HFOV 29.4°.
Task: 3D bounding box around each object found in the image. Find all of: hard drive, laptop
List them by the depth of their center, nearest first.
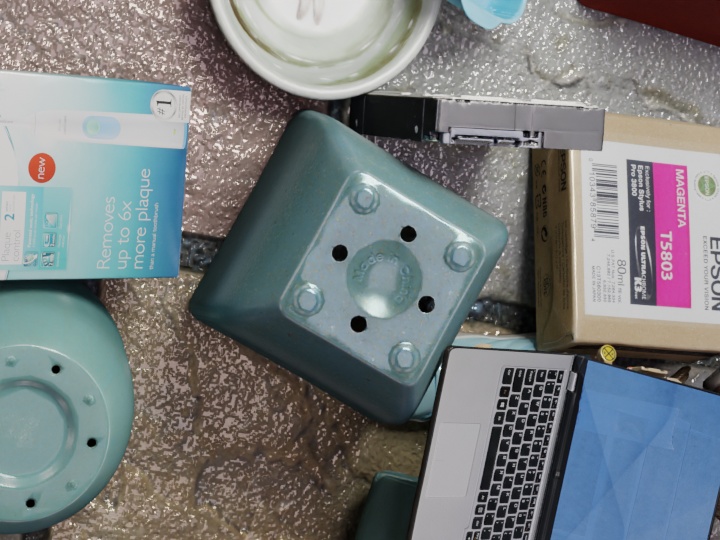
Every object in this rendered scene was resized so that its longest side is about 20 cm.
[{"bbox_3d":[0.152,0.165,1.011,0.198,0.116,0.190,6,99,-34],"label":"laptop"},{"bbox_3d":[0.085,-0.119,1.076,0.138,0.200,0.038,1,98,-18],"label":"hard drive"}]

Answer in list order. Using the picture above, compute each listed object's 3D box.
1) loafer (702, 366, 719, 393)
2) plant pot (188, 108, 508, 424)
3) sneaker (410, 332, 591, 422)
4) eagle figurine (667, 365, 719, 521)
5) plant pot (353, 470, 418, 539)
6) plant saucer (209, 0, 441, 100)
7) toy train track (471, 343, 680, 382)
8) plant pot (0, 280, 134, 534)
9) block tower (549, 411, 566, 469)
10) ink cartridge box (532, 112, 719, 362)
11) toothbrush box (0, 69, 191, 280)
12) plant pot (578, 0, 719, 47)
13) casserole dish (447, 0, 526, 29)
[{"bbox_3d":[0.371,0.111,1.227,0.073,0.071,0.199,-46,149,19],"label":"loafer"},{"bbox_3d":[0.000,0.000,1.047,0.194,0.200,0.198,30,87,-9],"label":"plant pot"},{"bbox_3d":[0.114,0.092,1.180,0.198,0.082,0.075,-11,101,-18],"label":"sneaker"},{"bbox_3d":[0.287,0.193,1.235,0.150,0.151,0.202,-27,101,-35],"label":"eagle figurine"},{"bbox_3d":[0.061,0.280,1.141,0.198,0.200,0.199,15,84,-20],"label":"plant pot"},{"bbox_3d":[-0.031,-0.239,1.098,0.197,0.050,0.203,-3,99,-19],"label":"plant saucer"},{"bbox_3d":[0.175,0.079,1.121,0.197,0.115,0.033,10,65,-15],"label":"toy train track"},{"bbox_3d":[-0.257,0.100,1.009,0.198,0.161,0.204,-3,98,-18],"label":"plant pot"},{"bbox_3d":[0.177,0.198,1.120,0.057,0.054,0.202,-23,104,16],"label":"block tower"},{"bbox_3d":[0.235,-0.028,1.182,0.163,0.075,0.203,3,79,-19],"label":"ink cartridge box"},{"bbox_3d":[-0.232,-0.071,1.004,0.198,0.085,0.149,1,98,-38],"label":"toothbrush box"},{"bbox_3d":[0.325,-0.301,1.147,0.197,0.176,0.203,11,95,-20],"label":"plant pot"},{"bbox_3d":[0.096,-0.293,1.110,0.120,0.038,0.203,18,76,-46],"label":"casserole dish"}]
